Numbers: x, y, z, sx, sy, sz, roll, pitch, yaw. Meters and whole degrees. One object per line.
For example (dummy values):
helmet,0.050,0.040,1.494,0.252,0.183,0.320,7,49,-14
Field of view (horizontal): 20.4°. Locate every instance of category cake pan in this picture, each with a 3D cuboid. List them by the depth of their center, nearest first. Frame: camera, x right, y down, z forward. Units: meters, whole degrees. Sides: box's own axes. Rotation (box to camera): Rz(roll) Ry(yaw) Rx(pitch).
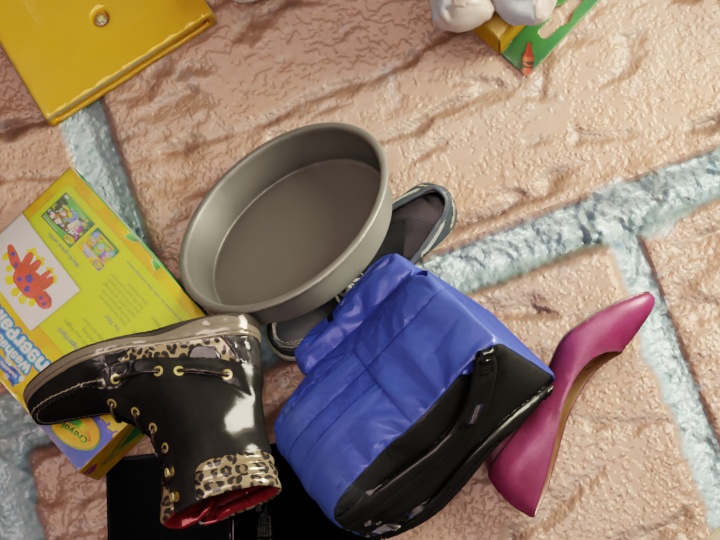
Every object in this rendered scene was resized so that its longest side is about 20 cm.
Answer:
cake pan,-0.058,-0.036,1.652,0.199,0.037,0.201,-21,42,20

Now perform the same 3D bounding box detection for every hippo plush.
hippo plush,0.101,-0.302,1.616,0.158,0.161,0.201,-24,80,2

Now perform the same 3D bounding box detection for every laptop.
laptop,-0.100,0.244,1.678,0.198,0.116,0.189,1,80,-24

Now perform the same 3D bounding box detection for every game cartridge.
game cartridge,-0.249,-0.256,1.763,0.176,0.032,0.201,-32,77,0

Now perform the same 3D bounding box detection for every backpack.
backpack,0.029,0.105,1.599,0.200,0.162,0.168,-50,55,6

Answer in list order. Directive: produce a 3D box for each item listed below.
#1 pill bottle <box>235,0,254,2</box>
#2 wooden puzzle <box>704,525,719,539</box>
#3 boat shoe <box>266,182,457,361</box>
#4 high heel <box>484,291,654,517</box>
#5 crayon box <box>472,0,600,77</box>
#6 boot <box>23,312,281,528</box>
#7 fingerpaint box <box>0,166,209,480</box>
pill bottle,-0.115,-0.337,1.723,0.104,0.104,0.201,-23,80,1
wooden puzzle,0.365,0.265,1.616,0.200,0.046,0.185,-42,79,3
boat shoe,0.000,0.000,1.680,0.199,0.062,0.075,-36,81,0
high heel,0.183,0.108,1.643,0.200,0.067,0.096,-43,69,13
crayon box,0.113,-0.280,1.720,0.200,0.051,0.127,42,87,10
boot,-0.160,0.128,1.575,0.198,0.073,0.152,-15,66,1
fingerpaint box,-0.232,0.045,1.687,0.167,0.073,0.200,-44,76,-3
